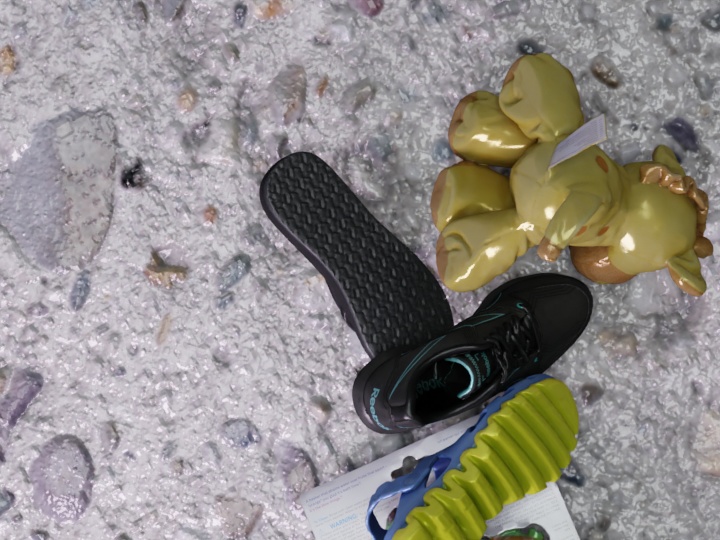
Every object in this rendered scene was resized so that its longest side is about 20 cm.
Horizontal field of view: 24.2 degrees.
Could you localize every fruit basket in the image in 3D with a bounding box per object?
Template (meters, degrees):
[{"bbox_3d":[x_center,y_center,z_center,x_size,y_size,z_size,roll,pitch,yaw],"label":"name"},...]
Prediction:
[{"bbox_3d":[0.074,0.223,1.239,0.184,0.094,0.202,-25,74,4],"label":"fruit basket"}]

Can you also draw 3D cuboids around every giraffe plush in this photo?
[{"bbox_3d":[0.166,-0.050,1.191,0.161,0.199,0.174,20,77,-30],"label":"giraffe plush"}]

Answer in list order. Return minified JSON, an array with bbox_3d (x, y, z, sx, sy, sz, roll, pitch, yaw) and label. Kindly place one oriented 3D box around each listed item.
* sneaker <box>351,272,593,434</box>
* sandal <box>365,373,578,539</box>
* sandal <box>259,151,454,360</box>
[{"bbox_3d":[0.093,0.065,1.202,0.199,0.079,0.076,-29,100,-18],"label":"sneaker"},{"bbox_3d":[0.073,0.143,1.187,0.200,0.087,0.080,-39,116,-24],"label":"sandal"},{"bbox_3d":[0.000,-0.001,1.240,0.075,0.048,0.201,-37,95,-16],"label":"sandal"}]
